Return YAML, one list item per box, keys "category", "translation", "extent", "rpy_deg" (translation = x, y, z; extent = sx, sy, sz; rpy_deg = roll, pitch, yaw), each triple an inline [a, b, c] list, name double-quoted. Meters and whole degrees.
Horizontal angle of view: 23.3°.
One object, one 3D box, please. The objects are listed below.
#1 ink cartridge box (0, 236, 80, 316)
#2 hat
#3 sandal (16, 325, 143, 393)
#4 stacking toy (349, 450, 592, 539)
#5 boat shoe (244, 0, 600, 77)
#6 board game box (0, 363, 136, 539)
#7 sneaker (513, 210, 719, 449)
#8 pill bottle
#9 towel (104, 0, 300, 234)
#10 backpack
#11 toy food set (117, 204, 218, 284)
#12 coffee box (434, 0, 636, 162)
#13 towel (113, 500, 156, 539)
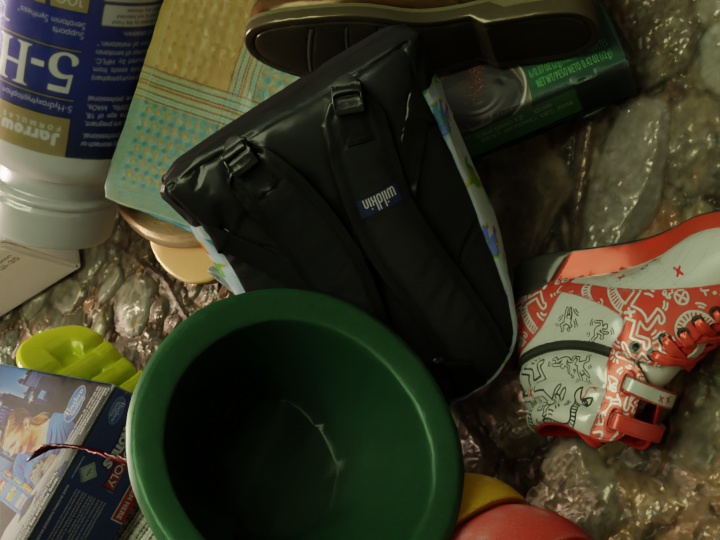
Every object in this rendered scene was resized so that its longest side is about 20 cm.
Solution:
- category: "ink cartridge box"
  translation: [-0.297, -0.067, 1.311]
  extent: [0.146, 0.083, 0.202]
  rpy_deg: [-28, 60, 30]
- category: "hat"
  translation: [-0.054, 0.112, 0.936]
  extent: [0.201, 0.165, 0.176]
  rpy_deg: [53, 157, 12]
- category: "sandal"
  translation: [-0.147, 0.114, 1.152]
  extent: [0.199, 0.079, 0.088]
  rpy_deg: [32, 133, 34]
- category: "stacking toy"
  translation: [0.061, 0.155, 0.904]
  extent: [0.147, 0.146, 0.200]
  rpy_deg: [-53, 54, 14]
- category: "boat shoe"
  translation: [0.034, -0.152, 0.978]
  extent: [0.198, 0.072, 0.069]
  rpy_deg: [-2, 66, 2]
- category: "board game box"
  translation: [-0.234, 0.136, 1.085]
  extent: [0.199, 0.062, 0.201]
  rpy_deg: [25, 83, 47]
- category: "sneaker"
  translation: [0.167, 0.035, 0.913]
  extent: [0.200, 0.067, 0.109]
  rpy_deg: [-14, 70, 40]
- category: "pill bottle"
  translation: [-0.189, -0.122, 1.131]
  extent: [0.119, 0.119, 0.202]
  rpy_deg: [34, 121, 40]
- category: "towel"
  translation: [-0.072, -0.116, 1.053]
  extent: [0.146, 0.022, 0.202]
  rpy_deg: [23, 101, 29]
- category: "backpack"
  translation: [0.006, -0.011, 0.954]
  extent: [0.162, 0.154, 0.201]
  rpy_deg: [-32, 101, 2]
- category: "toy food set"
  translation: [-0.098, -0.107, 1.183]
  extent: [0.198, 0.048, 0.200]
  rpy_deg: [-49, 52, 17]
- category: "coffee box"
  translation: [0.071, -0.168, 1.037]
  extent: [0.122, 0.044, 0.201]
  rpy_deg: [-22, 61, 6]
- category: "towel"
  translation: [-0.092, 0.167, 1.017]
  extent: [0.192, 0.034, 0.201]
  rpy_deg: [37, 93, 36]
